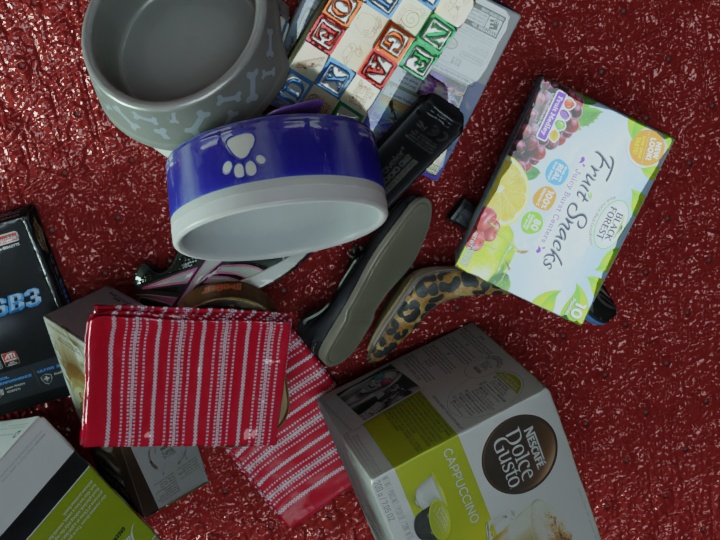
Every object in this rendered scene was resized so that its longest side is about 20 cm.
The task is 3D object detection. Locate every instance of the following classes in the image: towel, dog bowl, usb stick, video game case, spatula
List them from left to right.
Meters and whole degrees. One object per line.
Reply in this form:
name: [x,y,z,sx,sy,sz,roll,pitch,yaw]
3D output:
dog bowl: [-0.160,-0.211,1.085,0.198,0.059,0.202,-5,70,13]
towel: [-0.166,0.104,1.146,0.198,0.023,0.146,3,110,-20]
spatula: [-0.081,-0.137,1.117,0.056,0.200,0.021,-19,98,-16]
dog bowl: [-0.077,-0.072,1.100,0.198,0.200,0.080,-8,78,-1]
towel: [-0.079,0.173,1.313,0.144,0.023,0.201,-33,109,7]
video game case: [0.026,-0.211,1.170,0.198,0.046,0.183,24,107,-12]
usb stick: [0.027,-0.098,1.175,0.055,0.033,0.200,34,134,-12]

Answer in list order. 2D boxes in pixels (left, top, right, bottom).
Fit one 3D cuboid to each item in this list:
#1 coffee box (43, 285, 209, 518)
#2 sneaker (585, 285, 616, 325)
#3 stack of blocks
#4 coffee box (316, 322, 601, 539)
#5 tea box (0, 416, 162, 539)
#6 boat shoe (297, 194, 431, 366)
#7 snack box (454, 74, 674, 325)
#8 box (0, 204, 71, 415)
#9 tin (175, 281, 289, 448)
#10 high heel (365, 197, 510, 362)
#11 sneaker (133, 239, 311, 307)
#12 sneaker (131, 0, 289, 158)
coffee box: [-0.235,0.132,1.216,0.079,0.114,0.202,-27,117,-28]
sneaker: [0.232,-0.034,1.238,0.082,0.071,0.202,-16,108,9]
stack of blocks: [0.018,-0.223,1.109,0.114,0.059,0.201,31,106,-14]
coffee box: [0.100,0.207,1.232,0.196,0.200,0.201,-25,111,-9]
tea box: [-0.338,0.265,1.226,0.197,0.199,0.134,52,57,-19]
boat shoe: [0.000,0.000,1.235,0.063,0.072,0.201,38,104,30]
snack box: [0.195,-0.069,1.172,0.141,0.053,0.202,24,102,-3]
box: [-0.397,0.054,1.241,0.198,0.050,0.200,-15,112,1]
tin: [-0.130,0.096,1.215,0.111,0.042,0.202,-5,128,-3]
high heel: [0.107,0.044,1.256,0.142,0.071,0.201,35,96,-9]
sneaker: [-0.143,-0.008,1.221,0.198,0.080,0.087,-26,92,-3]
sneaker: [-0.158,-0.189,1.147,0.114,0.081,0.200,31,107,-17]
